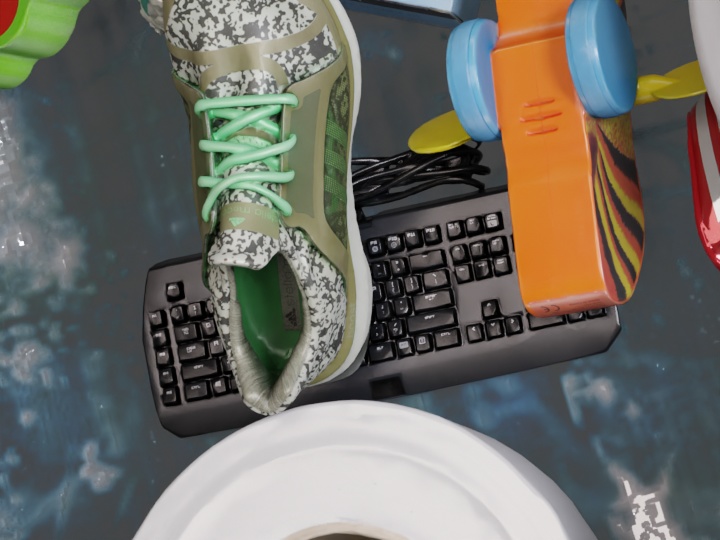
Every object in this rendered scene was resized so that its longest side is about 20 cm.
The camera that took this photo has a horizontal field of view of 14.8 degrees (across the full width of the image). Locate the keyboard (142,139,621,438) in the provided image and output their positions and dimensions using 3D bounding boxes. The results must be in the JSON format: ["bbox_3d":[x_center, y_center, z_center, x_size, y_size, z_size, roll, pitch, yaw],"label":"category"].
[{"bbox_3d":[0.000,0.000,1.119,0.199,0.040,0.105,-13,79,13],"label":"keyboard"}]

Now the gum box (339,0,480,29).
[{"bbox_3d":[-0.014,-0.214,1.151,0.169,0.045,0.201,12,86,17],"label":"gum box"}]

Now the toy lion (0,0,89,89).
[{"bbox_3d":[-0.139,-0.174,1.143,0.199,0.068,0.193,-3,83,44],"label":"toy lion"}]

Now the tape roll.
[{"bbox_3d":[0.001,0.153,1.080,0.201,0.071,0.204,-2,82,16],"label":"tape roll"}]

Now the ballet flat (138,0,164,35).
[{"bbox_3d":[-0.009,-0.158,1.085,0.200,0.072,0.072,-40,74,7],"label":"ballet flat"}]

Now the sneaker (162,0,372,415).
[{"bbox_3d":[-0.036,-0.034,1.052,0.076,0.089,0.201,-8,111,10],"label":"sneaker"}]

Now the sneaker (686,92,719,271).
[{"bbox_3d":[0.206,-0.015,1.053,0.116,0.078,0.200,-49,60,13],"label":"sneaker"}]

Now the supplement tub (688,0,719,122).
[{"bbox_3d":[0.229,-0.104,0.950,0.199,0.145,0.146,-11,77,-21],"label":"supplement tub"}]

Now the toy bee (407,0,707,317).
[{"bbox_3d":[0.087,-0.086,1.074,0.130,0.109,0.201,13,101,23],"label":"toy bee"}]
